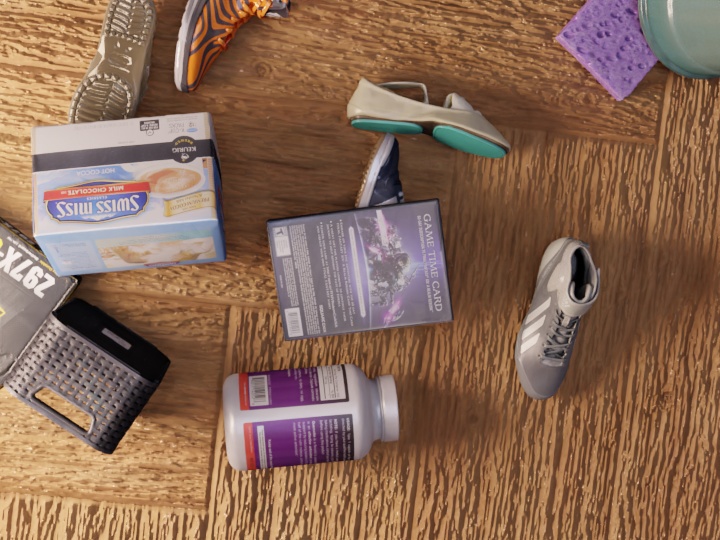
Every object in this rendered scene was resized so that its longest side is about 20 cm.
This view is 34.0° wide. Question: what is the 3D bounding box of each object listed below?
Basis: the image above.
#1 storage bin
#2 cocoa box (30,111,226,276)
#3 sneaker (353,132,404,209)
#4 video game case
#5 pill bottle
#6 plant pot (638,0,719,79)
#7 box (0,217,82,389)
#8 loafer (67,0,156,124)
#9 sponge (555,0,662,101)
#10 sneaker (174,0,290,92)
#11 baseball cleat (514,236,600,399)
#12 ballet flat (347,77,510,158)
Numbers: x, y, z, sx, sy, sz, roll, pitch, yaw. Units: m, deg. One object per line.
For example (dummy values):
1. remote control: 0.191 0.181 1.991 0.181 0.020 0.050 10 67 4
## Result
1. storage bin: -0.295 0.111 1.301 0.135 0.200 0.094 34 92 -6
2. cocoa box: -0.254 -0.081 1.309 0.199 0.133 0.132 -5 71 -5
3. sneaker: 0.043 -0.054 1.384 0.108 0.070 0.201 15 99 -1
4. video game case: 0.000 0.000 1.354 0.199 0.019 0.144 -7 101 5
5. pill bottle: -0.058 0.169 1.371 0.199 0.112 0.113 -4 94 -5
6. plant pot: 0.448 -0.305 1.316 0.199 0.196 0.202 -5 106 -17
7. box: -0.448 0.015 1.359 0.200 0.049 0.160 38 88 -6
8. loafer: -0.275 -0.225 1.349 0.075 0.068 0.201 25 108 -2
9. sponge: 0.338 -0.315 1.413 0.111 0.030 0.200 41 90 -7
10. sneaker: -0.140 -0.290 1.349 0.111 0.078 0.201 18 92 -5
11. baseball cleat: 0.232 0.061 1.392 0.069 0.106 0.201 6 96 -10
12. ballet flat: 0.084 -0.185 1.386 0.199 0.069 0.070 12 93 -6
